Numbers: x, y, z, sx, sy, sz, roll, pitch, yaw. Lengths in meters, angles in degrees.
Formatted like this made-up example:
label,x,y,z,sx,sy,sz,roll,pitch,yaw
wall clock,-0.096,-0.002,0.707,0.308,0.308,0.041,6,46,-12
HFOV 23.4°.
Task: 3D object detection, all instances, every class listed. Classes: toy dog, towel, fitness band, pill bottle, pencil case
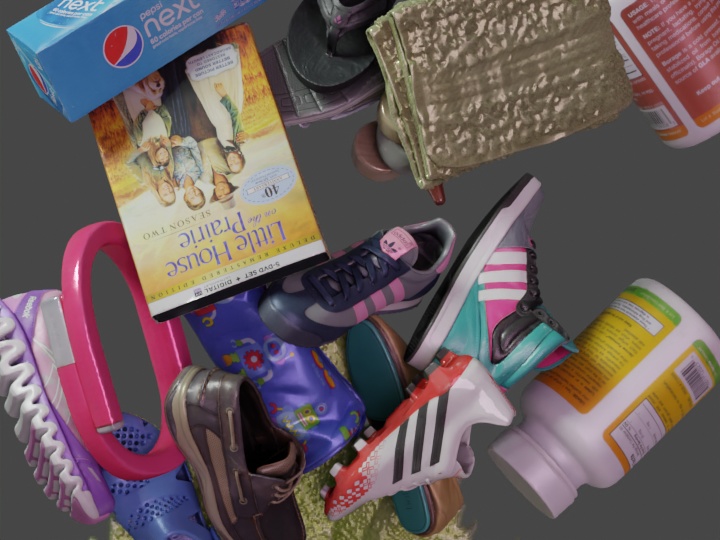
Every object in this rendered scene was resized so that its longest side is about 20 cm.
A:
label,x,y,z,sx,sy,sz,roll,pitch,yaw
toy dog,0.091,-0.123,1.422,0.199,0.132,0.097,-34,81,-2
towel,0.111,-0.161,1.350,0.199,0.036,0.149,-21,109,-14
fitness band,-0.180,0.061,1.343,0.037,0.143,0.201,-15,91,26
pill bottle,0.248,-0.211,1.456,0.112,0.112,0.200,-40,104,-9
pencil case,-0.071,0.066,1.403,0.087,0.078,0.201,-27,105,22
pill bottle,0.205,0.111,1.471,0.200,0.111,0.111,-43,104,-9

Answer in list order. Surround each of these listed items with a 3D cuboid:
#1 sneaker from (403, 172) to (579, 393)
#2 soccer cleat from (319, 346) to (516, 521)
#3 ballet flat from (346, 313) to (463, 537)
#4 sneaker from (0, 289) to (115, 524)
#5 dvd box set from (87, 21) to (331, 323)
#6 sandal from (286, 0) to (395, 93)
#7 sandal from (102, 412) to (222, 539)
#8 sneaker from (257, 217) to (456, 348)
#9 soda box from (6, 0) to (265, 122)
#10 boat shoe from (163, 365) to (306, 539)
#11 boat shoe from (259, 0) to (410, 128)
label,x,y,z,sx,sy,sz,roll,pitch,yaw
sneaker,0.132,0.025,1.434,0.120,0.084,0.201,34,67,-5
soccer cleat,0.043,0.148,1.387,0.085,0.069,0.200,42,118,3
ballet flat,0.039,0.122,1.460,0.063,0.068,0.201,-24,105,-41
sneaker,-0.229,0.096,1.345,0.088,0.081,0.201,-22,77,-27
dvd box set,-0.122,-0.077,1.345,0.146,0.029,0.201,-20,74,3
sandal,-0.001,-0.227,1.379,0.075,0.048,0.201,22,62,11
sandal,-0.154,0.200,1.389,0.079,0.087,0.201,-34,100,-8
sneaker,0.000,0.000,1.373,0.070,0.082,0.200,49,37,14
soda box,-0.166,-0.201,1.344,0.200,0.064,0.068,-35,129,-16
boat shoe,-0.084,0.159,1.372,0.201,0.073,0.075,62,38,-34
boat shoe,-0.011,-0.160,1.411,0.201,0.065,0.075,-25,73,-14
